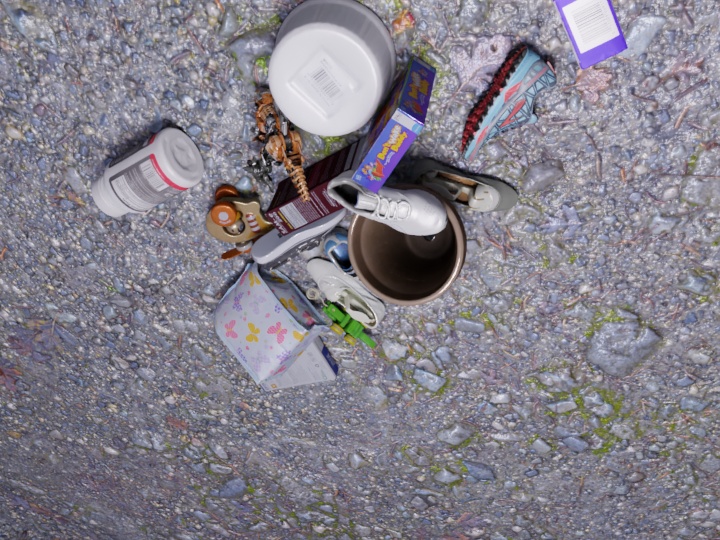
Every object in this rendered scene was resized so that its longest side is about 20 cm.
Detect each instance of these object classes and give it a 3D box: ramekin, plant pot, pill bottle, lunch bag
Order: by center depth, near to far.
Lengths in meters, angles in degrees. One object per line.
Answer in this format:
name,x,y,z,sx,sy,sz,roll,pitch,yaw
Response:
ramekin,-0.048,-0.310,1.001,0.199,0.098,0.201,6,130,7
plant pot,0.101,-0.053,1.111,0.199,0.174,0.202,4,101,22
pill bottle,-0.395,-0.172,1.175,0.199,0.111,0.111,-21,122,26
lunch bag,-0.195,0.099,1.325,0.200,0.127,0.170,46,109,14

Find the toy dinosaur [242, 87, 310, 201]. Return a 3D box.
toy dinosaur,-0.138,-0.203,1.068,0.101,0.201,0.136,2,155,-16

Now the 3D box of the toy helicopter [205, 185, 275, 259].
toy helicopter,-0.198,-0.079,1.239,0.198,0.079,0.133,7,124,-11

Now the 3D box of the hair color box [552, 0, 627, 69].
hair color box,0.284,-0.356,0.829,0.064,0.201,0.110,-20,123,27

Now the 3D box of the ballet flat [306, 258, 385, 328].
ballet flat,-0.029,0.050,1.312,0.200,0.070,0.069,38,126,-18

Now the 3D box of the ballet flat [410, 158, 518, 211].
ballet flat,0.180,-0.135,1.119,0.199,0.064,0.068,18,129,-4

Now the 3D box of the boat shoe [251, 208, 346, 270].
boat shoe,-0.108,-0.062,1.208,0.199,0.070,0.066,-34,140,-3

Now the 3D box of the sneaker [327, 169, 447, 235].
sneaker,0.036,-0.098,0.988,0.199,0.087,0.075,18,107,17

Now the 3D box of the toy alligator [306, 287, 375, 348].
toy alligator,-0.047,0.099,1.367,0.200,0.059,0.054,42,166,-20

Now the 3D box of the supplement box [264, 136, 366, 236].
supplement box,-0.065,-0.146,1.131,0.199,0.109,0.061,-22,122,27

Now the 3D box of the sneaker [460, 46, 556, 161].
sneaker,0.233,-0.243,1.012,0.095,0.080,0.200,24,129,-12

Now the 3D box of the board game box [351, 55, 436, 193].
board game box,0.054,-0.227,0.981,0.045,0.201,0.135,29,128,-11

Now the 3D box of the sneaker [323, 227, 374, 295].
sneaker,0.000,0.000,1.261,0.072,0.073,0.200,-33,117,30

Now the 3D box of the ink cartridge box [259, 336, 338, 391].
ink cartridge box,-0.179,0.185,1.467,0.199,0.043,0.197,-13,124,24
